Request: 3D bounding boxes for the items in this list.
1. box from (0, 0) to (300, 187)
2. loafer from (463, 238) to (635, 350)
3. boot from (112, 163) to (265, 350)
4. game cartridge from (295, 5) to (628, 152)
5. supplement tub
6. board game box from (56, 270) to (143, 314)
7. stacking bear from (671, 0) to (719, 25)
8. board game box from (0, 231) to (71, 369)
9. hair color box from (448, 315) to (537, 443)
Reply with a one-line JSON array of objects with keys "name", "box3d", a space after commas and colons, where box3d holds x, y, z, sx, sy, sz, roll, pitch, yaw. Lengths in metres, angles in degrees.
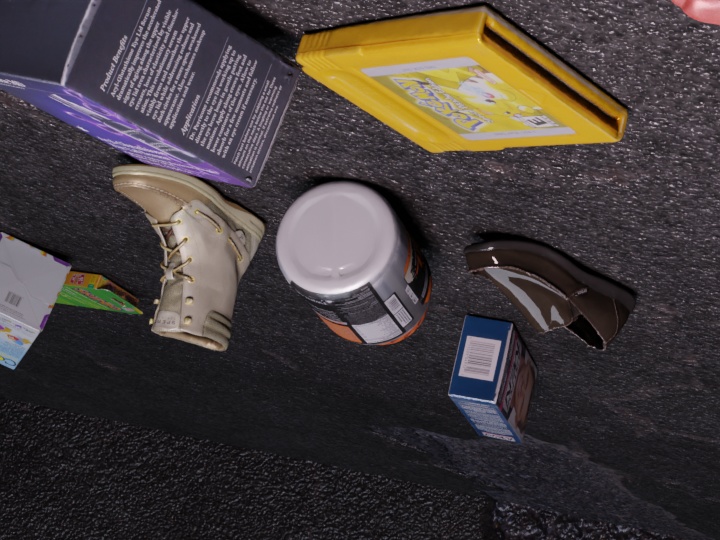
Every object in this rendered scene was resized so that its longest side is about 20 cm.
[{"name": "box", "box3d": [-0.172, -0.153, 1.291, 0.200, 0.104, 0.148, 27, 172, -42]}, {"name": "loafer", "box3d": [0.186, 0.025, 1.693, 0.200, 0.071, 0.073, 22, 164, -24]}, {"name": "boot", "box3d": [-0.190, -0.013, 1.769, 0.072, 0.155, 0.200, 1, 160, 42]}, {"name": "game cartridge", "box3d": [0.072, -0.137, 1.299, 0.200, 0.032, 0.176, -2, 157, 46]}, {"name": "supplement tub", "box3d": [0.000, 0.000, 1.691, 0.122, 0.123, 0.200, 11, 165, 18]}, {"name": "board game box", "box3d": [-0.397, 0.025, 2.360, 0.200, 0.030, 0.096, 10, 163, 31]}, {"name": "stacking bear", "box3d": [0.238, -0.189, 0.803, 0.121, 0.114, 0.200, 38, 157, 10]}, {"name": "board game box", "box3d": [-0.468, 0.042, 2.284, 0.105, 0.103, 0.200, 27, 155, -12]}, {"name": "hair color box", "box3d": [0.160, 0.132, 2.049, 0.060, 0.100, 0.200, 9, 164, 17]}]
